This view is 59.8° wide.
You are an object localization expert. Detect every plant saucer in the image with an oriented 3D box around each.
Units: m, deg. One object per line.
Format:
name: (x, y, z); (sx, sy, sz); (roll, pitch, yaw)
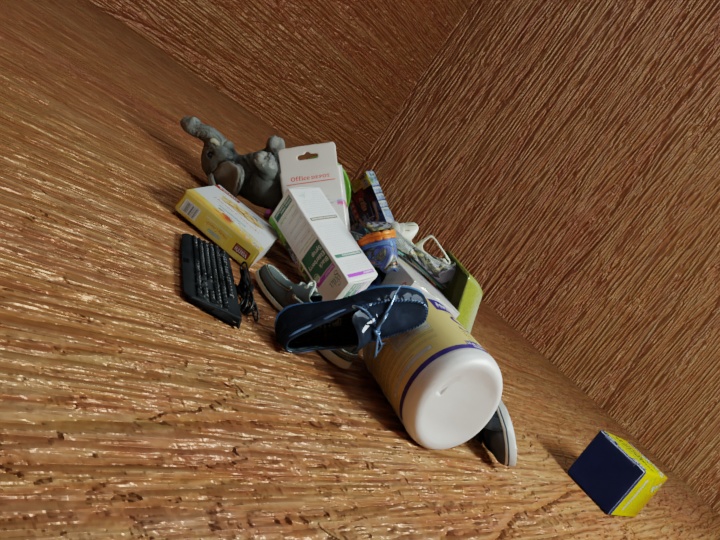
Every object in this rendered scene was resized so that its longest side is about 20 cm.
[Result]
plant saucer: (0.178, 0.083, 1.213); (0.047, 0.205, 0.200); (14, 13, -7)

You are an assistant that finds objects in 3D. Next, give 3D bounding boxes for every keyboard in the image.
keyboard: (-0.172, 0.001, 0.784); (0.103, 0.040, 0.201); (33, 12, -27)

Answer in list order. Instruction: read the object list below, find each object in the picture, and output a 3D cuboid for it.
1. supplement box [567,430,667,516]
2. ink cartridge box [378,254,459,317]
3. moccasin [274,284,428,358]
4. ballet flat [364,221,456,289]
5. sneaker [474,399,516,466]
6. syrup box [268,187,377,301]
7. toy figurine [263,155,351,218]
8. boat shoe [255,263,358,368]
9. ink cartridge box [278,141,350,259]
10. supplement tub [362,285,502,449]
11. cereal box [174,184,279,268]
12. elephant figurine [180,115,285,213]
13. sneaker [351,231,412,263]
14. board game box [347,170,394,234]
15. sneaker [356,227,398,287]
supplement box: (0.518, 0.410, 1.255); (0.198, 0.110, 0.109); (28, 13, -49)
ink cartridge box: (0.072, 0.065, 1.134); (0.124, 0.130, 0.201); (32, 12, -31)
moccasin: (-0.006, 0.074, 0.774); (0.069, 0.194, 0.082); (-114, -168, -61)
ballet flat: (0.099, -0.048, 1.162); (0.198, 0.073, 0.072); (36, 9, -12)
sneaker: (0.188, 0.227, 0.991); (0.077, 0.080, 0.202); (-6, 33, -2)
syrup box: (-0.065, -0.039, 1.060); (0.080, 0.079, 0.202); (-10, 60, -47)
toy figurine: (-0.142, -0.150, 1.349); (0.184, 0.196, 0.154); (-34, 104, -60)
boat shoe: (-0.069, 0.048, 0.876); (0.200, 0.062, 0.072); (43, 11, 24)
ink cartridge box: (-0.083, -0.130, 1.171); (0.113, 0.206, 0.068); (-6, 9, 5)
supplement tub: (0.087, 0.124, 0.858); (0.144, 0.147, 0.201); (30, 12, -35)
cereal box: (-0.206, -0.077, 1.009); (0.143, 0.040, 0.200); (39, 9, -6)
elephant figurine: (-0.242, -0.193, 1.199); (0.194, 0.159, 0.142); (1, -26, 3)
sneaker: (0.004, -0.024, 1.320); (0.196, 0.086, 0.120); (21, -12, -22)
board game box: (0.011, -0.092, 1.425); (0.061, 0.198, 0.204); (-18, 83, -42)
sneaker: (0.000, 0.000, 1.105); (0.074, 0.199, 0.080); (-7, 72, -34)
